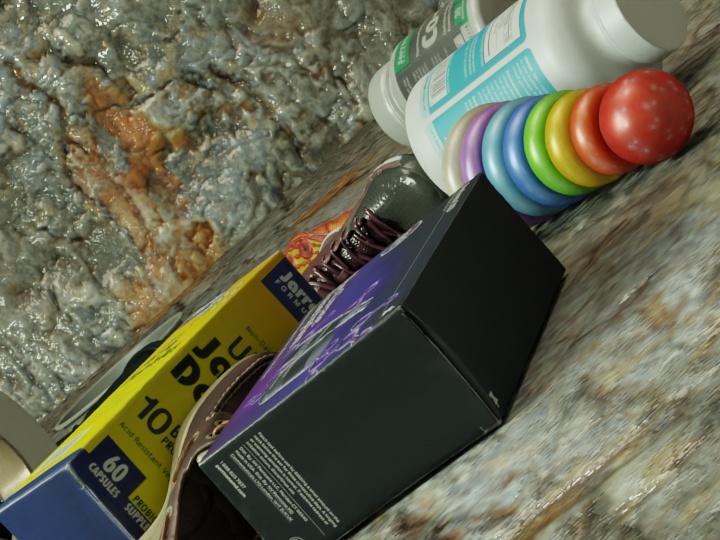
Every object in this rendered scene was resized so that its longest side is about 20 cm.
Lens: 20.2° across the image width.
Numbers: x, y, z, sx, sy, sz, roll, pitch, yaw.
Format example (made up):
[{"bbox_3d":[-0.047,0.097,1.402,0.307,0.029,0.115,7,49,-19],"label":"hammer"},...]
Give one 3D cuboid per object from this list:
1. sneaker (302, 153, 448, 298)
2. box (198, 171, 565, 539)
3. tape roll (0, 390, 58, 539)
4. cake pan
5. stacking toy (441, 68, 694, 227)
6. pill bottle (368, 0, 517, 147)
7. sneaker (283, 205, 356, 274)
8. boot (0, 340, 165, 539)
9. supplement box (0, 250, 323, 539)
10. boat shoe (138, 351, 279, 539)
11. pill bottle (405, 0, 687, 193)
[{"bbox_3d":[0.000,0.000,1.508,0.116,0.076,0.200,-52,1,-33],"label":"sneaker"},{"bbox_3d":[0.017,0.046,1.037,0.141,0.079,0.200,-36,8,24],"label":"box"},{"bbox_3d":[-0.284,0.163,1.485,0.037,0.203,0.203,-38,7,24],"label":"tape roll"},{"bbox_3d":[-0.269,0.128,2.344,0.200,0.037,0.200,-42,6,6],"label":"cake pan"},{"bbox_3d":[0.131,-0.075,1.208,0.085,0.085,0.200,-45,14,-24],"label":"stacking toy"},{"bbox_3d":[0.100,-0.207,2.031,0.200,0.113,0.113,-35,9,48],"label":"pill bottle"},{"bbox_3d":[0.010,-0.024,1.649,0.200,0.073,0.077,-34,-12,31],"label":"sneaker"},{"bbox_3d":[-0.231,0.160,1.722,0.168,0.076,0.200,-43,-1,-42],"label":"boot"},{"bbox_3d":[-0.092,0.101,1.158,0.200,0.109,0.109,-47,8,-37],"label":"supplement box"},{"bbox_3d":[-0.066,0.114,1.050,0.072,0.072,0.200,-39,14,47],"label":"boat shoe"},{"bbox_3d":[0.129,-0.131,1.378,0.200,0.111,0.111,-35,9,44],"label":"pill bottle"}]
